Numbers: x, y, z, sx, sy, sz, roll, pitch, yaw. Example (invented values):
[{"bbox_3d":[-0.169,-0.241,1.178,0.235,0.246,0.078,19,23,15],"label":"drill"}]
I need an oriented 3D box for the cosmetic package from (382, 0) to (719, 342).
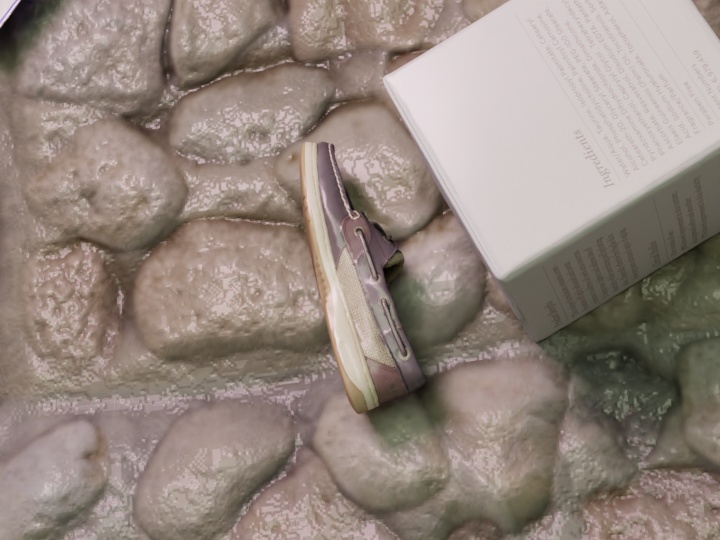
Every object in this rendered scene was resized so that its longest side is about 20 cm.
[{"bbox_3d":[0.150,-0.087,1.253,0.199,0.167,0.167,-31,70,3],"label":"cosmetic package"}]

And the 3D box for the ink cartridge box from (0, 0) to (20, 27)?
[{"bbox_3d":[-0.301,-0.297,1.493,0.199,0.043,0.199,35,85,22],"label":"ink cartridge box"}]

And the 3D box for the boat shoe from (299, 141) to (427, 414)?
[{"bbox_3d":[0.000,0.000,1.322,0.064,0.072,0.202,-12,69,-2],"label":"boat shoe"}]
